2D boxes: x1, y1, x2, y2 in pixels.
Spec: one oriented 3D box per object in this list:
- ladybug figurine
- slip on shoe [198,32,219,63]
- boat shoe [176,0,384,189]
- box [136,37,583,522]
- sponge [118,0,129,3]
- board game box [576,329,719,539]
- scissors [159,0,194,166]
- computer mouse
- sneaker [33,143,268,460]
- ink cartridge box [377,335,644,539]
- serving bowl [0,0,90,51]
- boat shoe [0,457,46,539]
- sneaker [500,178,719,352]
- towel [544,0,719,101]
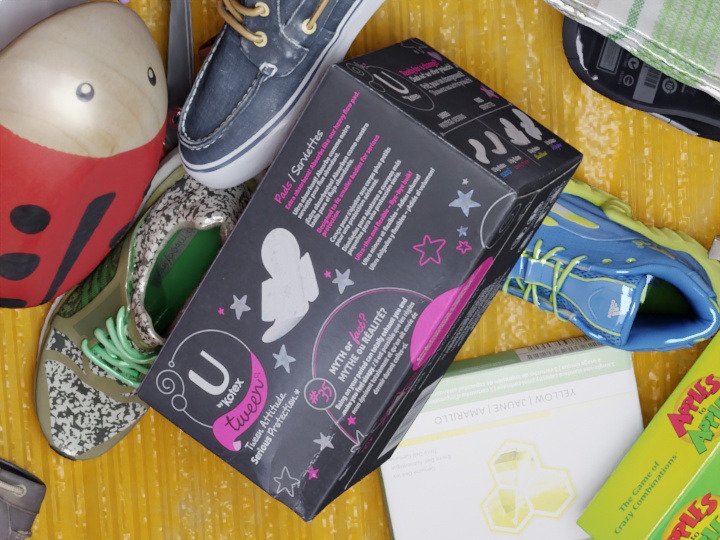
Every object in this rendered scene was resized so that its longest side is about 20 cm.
[{"bbox_3d":[-0.155,-0.047,1.375,0.072,0.135,0.200,51,138,20],"label":"ladybug figurine"},{"bbox_3d":[-0.019,-0.173,1.414,0.061,0.074,0.201,29,103,-6],"label":"slip on shoe"},{"bbox_3d":[-0.045,-0.136,1.339,0.091,0.071,0.201,26,107,-43],"label":"boat shoe"},{"bbox_3d":[0.000,0.000,1.374,0.115,0.132,0.201,36,110,9],"label":"box"},{"bbox_3d":[-0.063,-0.222,1.377,0.200,0.112,0.030,-38,124,4],"label":"sponge"},{"bbox_3d":[0.212,0.081,1.452,0.101,0.048,0.200,34,94,-43],"label":"board game box"},{"bbox_3d":[-0.088,-0.067,1.438,0.073,0.014,0.201,17,112,-2],"label":"scissors"},{"bbox_3d":[0.185,-0.077,1.458,0.199,0.046,0.141,12,91,-17],"label":"computer mouse"},{"bbox_3d":[-0.114,0.023,1.421,0.077,0.089,0.201,28,113,-9],"label":"sneaker"},{"bbox_3d":[0.089,0.144,1.498,0.145,0.048,0.201,-11,100,-3],"label":"ink cartridge box"},{"bbox_3d":[-0.237,-0.122,1.408,0.199,0.066,0.201,-1,102,-4],"label":"serving bowl"},{"bbox_3d":[-0.251,0.082,1.453,0.200,0.074,0.073,38,87,-19],"label":"boat shoe"},{"bbox_3d":[0.103,-0.011,1.436,0.199,0.105,0.076,16,100,-8],"label":"sneaker"},{"bbox_3d":[0.157,-0.170,1.416,0.199,0.031,0.150,28,60,-7],"label":"towel"}]
